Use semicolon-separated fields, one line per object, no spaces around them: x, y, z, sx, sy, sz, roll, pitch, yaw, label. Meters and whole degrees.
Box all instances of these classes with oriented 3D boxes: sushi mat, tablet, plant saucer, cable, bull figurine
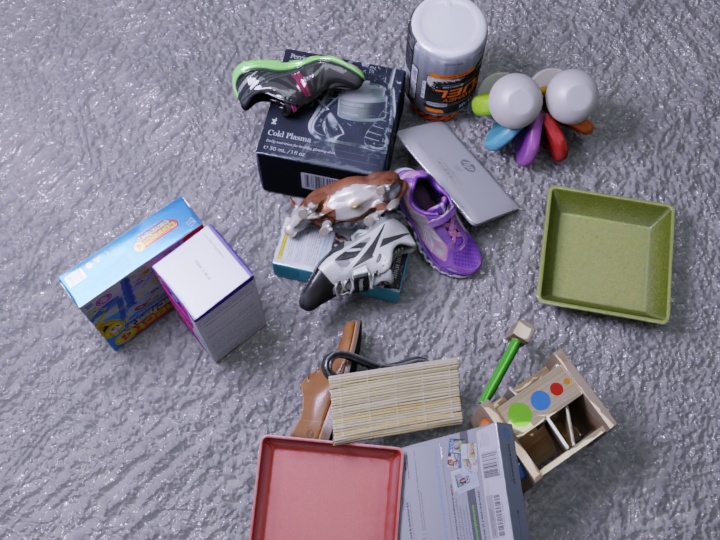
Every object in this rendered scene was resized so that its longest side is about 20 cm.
0.052;0.180;1.223;0.199;0.012;0.096;-6;89;-20;sushi mat
0.155;-0.158;1.396;0.130;0.014;0.200;-20;66;-45;tablet
-0.047;0.334;1.202;0.199;0.037;0.201;5;79;1;plant saucer
0.374;-0.019;1.358;0.198;0.048;0.201;10;68;3;plant saucer
0.043;0.147;1.244;0.199;0.050;0.098;30;73;-26;cable
-0.029;-0.094;1.278;0.199;0.122;0.065;-20;108;11;bull figurine

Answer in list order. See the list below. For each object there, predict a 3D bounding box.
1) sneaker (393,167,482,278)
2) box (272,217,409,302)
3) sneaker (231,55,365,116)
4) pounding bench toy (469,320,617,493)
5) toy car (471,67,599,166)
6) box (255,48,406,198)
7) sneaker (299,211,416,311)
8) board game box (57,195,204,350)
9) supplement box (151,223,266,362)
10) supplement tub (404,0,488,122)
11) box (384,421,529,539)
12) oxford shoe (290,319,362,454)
0.119;-0.074;1.333;0.080;0.088;0.200;-41;98;-20;sneaker
-0.028;-0.016;1.351;0.199;0.049;0.083;13;68;5;box
-0.091;-0.273;1.322;0.199;0.077;0.084;-4;84;2;sneaker
0.221;0.188;1.231;0.156;0.124;0.200;-31;72;-12;pounding bench toy
0.278;-0.242;1.406;0.199;0.175;0.151;-5;104;-3;toy car
-0.043;-0.221;1.397;0.199;0.124;0.198;11;66;4;box
0.000;0.000;1.278;0.200;0.074;0.088;-42;72;-16;sneaker
-0.306;0.009;1.260;0.200;0.196;0.056;-36;73;-13;board game box
-0.208;0.037;1.247;0.103;0.200;0.101;-38;72;-13;supplement box
0.131;-0.329;1.399;0.122;0.200;0.123;0;68;0;supplement tub
0.121;0.298;1.163;0.199;0.041;0.157;-24;61;38;box
-0.047;0.157;1.272;0.071;0.071;0.201;17;70;12;oxford shoe
